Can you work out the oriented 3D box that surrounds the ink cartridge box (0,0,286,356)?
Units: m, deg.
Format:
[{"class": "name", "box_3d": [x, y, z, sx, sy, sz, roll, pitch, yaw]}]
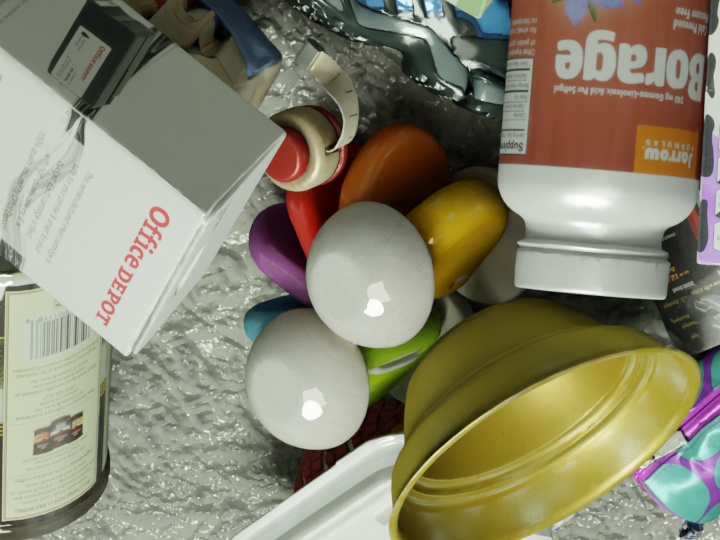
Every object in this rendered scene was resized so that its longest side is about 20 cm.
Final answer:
[{"class": "ink cartridge box", "box_3d": [-0.157, -0.072, 1.199, 0.200, 0.084, 0.145, 39, 141, 3]}]

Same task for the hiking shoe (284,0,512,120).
[{"class": "hiking shoe", "box_3d": [0.017, -0.167, 1.281, 0.199, 0.074, 0.087, 30, 90, -19]}]

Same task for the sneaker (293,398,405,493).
[{"class": "sneaker", "box_3d": [0.041, 0.126, 1.460, 0.199, 0.078, 0.082, -23, 128, 27]}]

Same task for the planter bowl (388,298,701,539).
[{"class": "planter bowl", "box_3d": [0.088, 0.075, 1.298, 0.199, 0.084, 0.201, -23, 151, -13]}]

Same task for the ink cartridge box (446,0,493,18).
[{"class": "ink cartridge box", "box_3d": [0.006, -0.240, 1.185, 0.199, 0.048, 0.146, 30, 142, 7]}]

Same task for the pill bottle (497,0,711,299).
[{"class": "pill bottle", "box_3d": [0.133, -0.088, 1.237, 0.111, 0.112, 0.202, 4, 91, 5]}]

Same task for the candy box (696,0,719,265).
[{"class": "candy box", "box_3d": [0.270, -0.099, 1.203, 0.166, 0.071, 0.202, 4, 94, 21]}]

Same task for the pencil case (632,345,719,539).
[{"class": "pencil case", "box_3d": [0.245, 0.071, 1.388, 0.200, 0.092, 0.085, -49, 62, 29]}]

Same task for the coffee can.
[{"class": "coffee can", "box_3d": [-0.224, 0.044, 1.401, 0.145, 0.147, 0.201, 8, 123, 2]}]

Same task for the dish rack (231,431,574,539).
[{"class": "dish rack", "box_3d": [0.031, 0.168, 1.432, 0.171, 0.044, 0.200, 12, 147, -33]}]

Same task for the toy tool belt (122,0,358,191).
[{"class": "toy tool belt", "box_3d": [-0.109, -0.108, 1.262, 0.200, 0.123, 0.125, 45, 124, 12]}]

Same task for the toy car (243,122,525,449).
[{"class": "toy car", "box_3d": [0.000, 0.000, 1.352, 0.150, 0.175, 0.201, 45, 125, 20]}]

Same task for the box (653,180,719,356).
[{"class": "box", "box_3d": [0.243, -0.059, 1.283, 0.199, 0.050, 0.159, -25, 86, 22]}]
